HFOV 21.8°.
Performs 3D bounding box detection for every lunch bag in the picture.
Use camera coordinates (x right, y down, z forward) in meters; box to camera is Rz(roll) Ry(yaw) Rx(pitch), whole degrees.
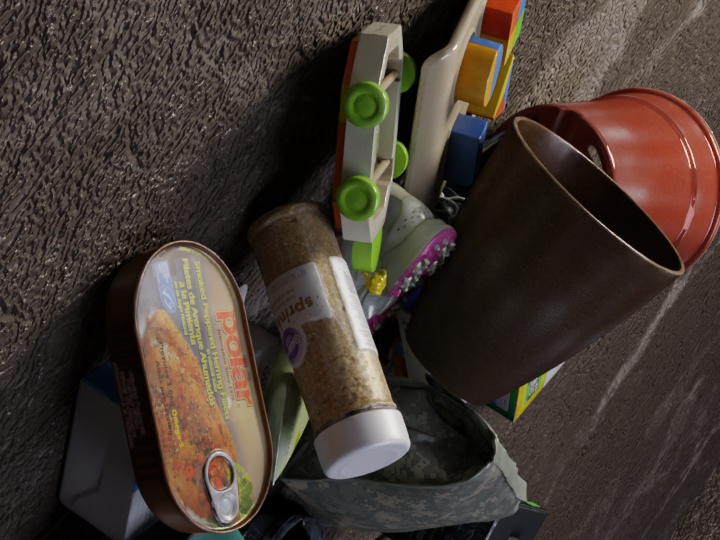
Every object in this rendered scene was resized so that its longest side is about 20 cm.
[{"bbox_3d":[0.044,0.164,1.653,0.164,0.198,0.119,61,35,-65],"label":"lunch bag"}]

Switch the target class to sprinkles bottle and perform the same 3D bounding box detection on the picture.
[{"bbox_3d":[-0.025,0.050,1.384,0.068,0.202,0.068,-17,159,-7],"label":"sprinkles bottle"}]

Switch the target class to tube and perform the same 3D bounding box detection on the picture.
[{"bbox_3d":[-0.054,0.098,1.464,0.052,0.058,0.200,-32,-170,10],"label":"tube"}]

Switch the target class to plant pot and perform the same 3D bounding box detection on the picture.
[{"bbox_3d":[0.221,-0.081,1.799,0.194,0.200,0.202,-2,120,-55],"label":"plant pot"},{"bbox_3d":[0.135,0.010,1.559,0.200,0.187,0.187,-49,162,17],"label":"plant pot"}]

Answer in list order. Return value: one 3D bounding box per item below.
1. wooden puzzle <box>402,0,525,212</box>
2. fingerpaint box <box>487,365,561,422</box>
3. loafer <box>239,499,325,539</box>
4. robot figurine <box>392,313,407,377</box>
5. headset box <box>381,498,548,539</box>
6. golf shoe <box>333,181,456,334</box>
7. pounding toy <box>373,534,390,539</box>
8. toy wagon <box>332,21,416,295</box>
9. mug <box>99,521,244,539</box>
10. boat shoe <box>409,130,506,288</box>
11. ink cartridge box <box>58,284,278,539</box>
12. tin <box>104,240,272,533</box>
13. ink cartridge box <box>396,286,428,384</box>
[{"bbox_3d":[0.096,-0.153,1.551,0.186,0.046,0.201,98,17,-44],"label":"wooden puzzle"},{"bbox_3d":[0.191,0.035,2.010,0.167,0.073,0.201,-45,155,-31],"label":"fingerpaint box"},{"bbox_3d":[-0.074,0.250,1.695,0.069,0.070,0.200,-63,159,3],"label":"loafer"},{"bbox_3d":[0.079,0.070,1.828,0.145,0.058,0.201,-49,155,-25],"label":"robot figurine"},{"bbox_3d":[0.073,0.225,1.816,0.093,0.199,0.174,-59,158,0],"label":"headset box"},{"bbox_3d":[0.000,0.000,1.553,0.075,0.092,0.200,-31,167,-49],"label":"golf shoe"},{"bbox_3d":[-0.048,0.339,1.758,0.199,0.143,0.184,-29,158,4],"label":"pounding toy"},{"bbox_3d":[0.008,-0.081,1.406,0.155,0.039,0.202,-56,153,-72],"label":"toy wagon"},{"bbox_3d":[-0.154,0.259,1.402,0.184,0.115,0.152,-22,-164,40],"label":"mug"},{"bbox_3d":[0.078,-0.054,1.637,0.199,0.075,0.062,-34,145,-30],"label":"boat shoe"},{"bbox_3d":[-0.128,0.102,1.392,0.200,0.066,0.117,-33,145,-50],"label":"ink cartridge box"},{"bbox_3d":[-0.117,0.081,1.288,0.111,0.042,0.202,-12,91,-48],"label":"tin"},{"bbox_3d":[0.084,0.049,1.704,0.099,0.039,0.201,-38,147,-22],"label":"ink cartridge box"}]
